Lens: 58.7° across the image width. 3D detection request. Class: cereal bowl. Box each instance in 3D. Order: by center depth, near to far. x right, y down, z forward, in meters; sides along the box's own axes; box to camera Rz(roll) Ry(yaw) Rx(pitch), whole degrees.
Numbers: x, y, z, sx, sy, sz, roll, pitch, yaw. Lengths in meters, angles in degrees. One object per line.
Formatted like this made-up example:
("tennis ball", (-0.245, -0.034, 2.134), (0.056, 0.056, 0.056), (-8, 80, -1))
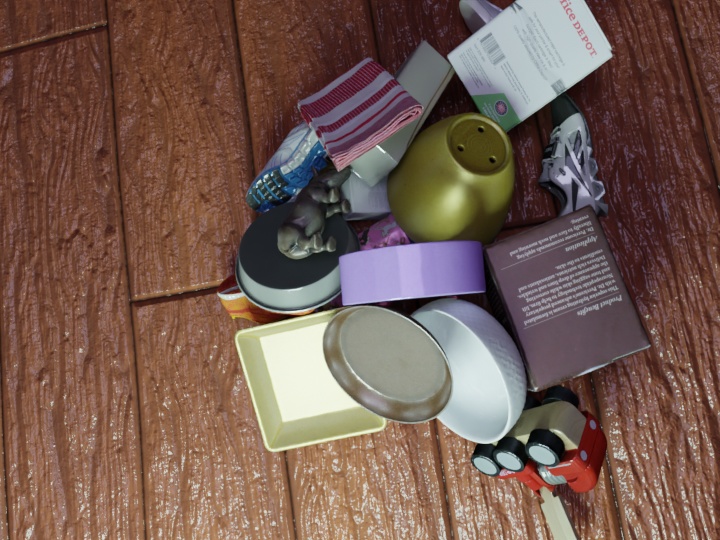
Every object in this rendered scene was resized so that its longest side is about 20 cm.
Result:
("cereal bowl", (0.151, 0.127, 0.882), (0.082, 0.201, 0.202), (-28, 75, -33))

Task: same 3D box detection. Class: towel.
("towel", (-0.008, -0.235, 0.921), (0.142, 0.023, 0.202), (-33, 43, 2))

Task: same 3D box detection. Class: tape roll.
("tape roll", (0.069, 0.006, 0.863), (0.193, 0.200, 0.068), (-7, 86, 7))

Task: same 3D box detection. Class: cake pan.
("cake pan", (-0.096, -0.030, 0.957), (0.193, 0.037, 0.205), (-5, 50, 5))

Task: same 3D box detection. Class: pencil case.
("pencil case", (0.000, 0.000, 1.001), (0.197, 0.083, 0.087), (-35, 44, 2))

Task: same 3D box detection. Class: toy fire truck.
("toy fire truck", (0.268, 0.285, 0.877), (0.200, 0.175, 0.130), (43, 53, -9))

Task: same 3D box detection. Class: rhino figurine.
("rhino figurine", (-0.063, -0.096, 0.939), (0.085, 0.060, 0.203), (-5, 46, 29))

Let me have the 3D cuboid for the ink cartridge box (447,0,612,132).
("ink cartridge box", (0.251, -0.319, 0.956), (0.197, 0.084, 0.148), (-32, 93, 22))

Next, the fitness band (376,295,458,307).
("fitness band", (0.099, 0.108, 0.977), (0.140, 0.037, 0.206), (-20, 89, 1))

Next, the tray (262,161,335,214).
("tray", (-0.107, -0.093, 1.054), (0.096, 0.037, 0.205), (20, 83, 11))

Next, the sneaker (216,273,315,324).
("sneaker", (-0.136, 0.046, 0.992), (0.196, 0.078, 0.074), (4, 44, 39))

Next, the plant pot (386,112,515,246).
("plant pot", (0.147, -0.143, 0.935), (0.193, 0.143, 0.206), (5, 66, -10))

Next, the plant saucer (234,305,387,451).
("plant saucer", (-0.071, 0.159, 0.973), (0.194, 0.049, 0.206), (-12, 105, 6))

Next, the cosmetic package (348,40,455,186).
("cosmetic package", (0.056, -0.240, 0.982), (0.072, 0.103, 0.203), (35, 68, -12))

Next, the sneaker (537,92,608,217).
("sneaker", (0.311, -0.172, 0.986), (0.086, 0.074, 0.206), (-13, 79, 4))

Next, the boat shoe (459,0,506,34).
("boat shoe", (0.245, -0.380, 1.031), (0.068, 0.072, 0.200), (-44, 77, -3))

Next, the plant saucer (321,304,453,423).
("plant saucer", (0.039, 0.125, 0.881), (0.196, 0.204, 0.032), (27, 41, 12))

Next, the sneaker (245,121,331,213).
("sneaker", (-0.107, -0.176, 1.023), (0.199, 0.075, 0.087), (-40, 40, 10))

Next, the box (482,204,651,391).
("box", (0.275, 0.045, 0.910), (0.161, 0.164, 0.206), (-19, 79, 4))

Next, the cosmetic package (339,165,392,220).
("cosmetic package", (0.003, -0.186, 1.031), (0.080, 0.050, 0.207), (-2, 79, -22))
